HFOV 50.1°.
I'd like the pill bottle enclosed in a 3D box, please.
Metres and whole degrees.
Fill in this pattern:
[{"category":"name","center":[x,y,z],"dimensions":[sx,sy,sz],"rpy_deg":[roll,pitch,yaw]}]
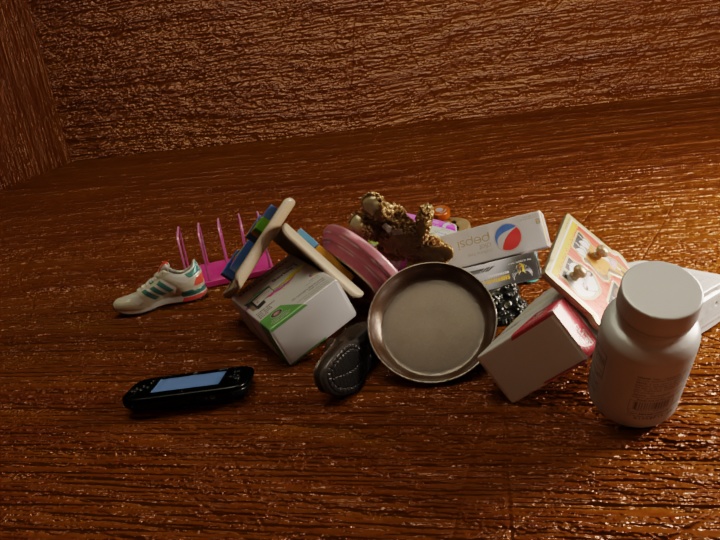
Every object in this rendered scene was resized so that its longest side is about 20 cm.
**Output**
[{"category":"pill bottle","center":[0.342,0.089,0.926],"dimensions":[0.114,0.201,0.115],"rpy_deg":[-3,46,3]}]

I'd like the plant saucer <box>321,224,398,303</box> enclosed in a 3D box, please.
[{"category":"plant saucer","center":[0.000,0.000,1.418],"dimensions":[0.051,0.201,0.200],"rpy_deg":[-49,33,-13]}]

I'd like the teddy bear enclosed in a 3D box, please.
[{"category":"teddy bear","center":[0.074,-0.069,1.379],"dimensions":[0.199,0.146,0.067],"rpy_deg":[15,31,1]}]

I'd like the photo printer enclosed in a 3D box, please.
[{"category":"photo printer","center":[0.462,0.044,1.227],"dimensions":[0.166,0.070,0.200],"rpy_deg":[-22,23,-32]}]

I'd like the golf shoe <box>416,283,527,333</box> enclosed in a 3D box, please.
[{"category":"golf shoe","center":[0.174,0.085,1.267],"dimensions":[0.199,0.078,0.094],"rpy_deg":[-18,-2,-17]}]

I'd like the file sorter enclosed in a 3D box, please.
[{"category":"file sorter","center":[-0.311,-0.051,1.757],"dimensions":[0.199,0.126,0.139],"rpy_deg":[-12,19,-9]}]

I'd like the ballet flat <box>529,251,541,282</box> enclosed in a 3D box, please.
[{"category":"ballet flat","center":[0.272,-0.028,1.517],"dimensions":[0.074,0.075,0.200],"rpy_deg":[-25,25,-37]}]

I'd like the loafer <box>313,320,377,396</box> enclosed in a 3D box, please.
[{"category":"loafer","center":[-0.025,0.139,1.202],"dimensions":[0.071,0.073,0.200],"rpy_deg":[-11,12,27]}]

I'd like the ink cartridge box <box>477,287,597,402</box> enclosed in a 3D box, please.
[{"category":"ink cartridge box","center":[0.278,0.082,1.092],"dimensions":[0.145,0.084,0.200],"rpy_deg":[-42,-5,40]}]

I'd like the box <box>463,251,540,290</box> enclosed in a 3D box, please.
[{"category":"box","center":[0.197,0.018,1.371],"dimensions":[0.199,0.049,0.158],"rpy_deg":[-13,-3,-11]}]

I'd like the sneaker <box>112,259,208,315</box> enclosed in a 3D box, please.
[{"category":"sneaker","center":[-0.429,0.029,1.633],"dimensions":[0.199,0.094,0.070],"rpy_deg":[-13,20,-11]}]

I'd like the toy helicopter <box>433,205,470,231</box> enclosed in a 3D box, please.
[{"category":"toy helicopter","center":[0.168,-0.057,1.673],"dimensions":[0.132,0.079,0.200],"rpy_deg":[21,45,40]}]

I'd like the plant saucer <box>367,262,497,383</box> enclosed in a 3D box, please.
[{"category":"plant saucer","center":[0.111,0.083,1.190],"dimensions":[0.199,0.032,0.201],"rpy_deg":[-5,61,9]}]

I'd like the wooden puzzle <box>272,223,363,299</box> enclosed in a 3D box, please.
[{"category":"wooden puzzle","center":[-0.077,-0.015,1.416],"dimensions":[0.037,0.185,0.200],"rpy_deg":[-49,6,-9]}]

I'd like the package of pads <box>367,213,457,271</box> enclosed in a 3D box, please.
[{"category":"package of pads","center":[0.099,-0.052,1.541],"dimensions":[0.199,0.068,0.155],"rpy_deg":[11,33,-3]}]

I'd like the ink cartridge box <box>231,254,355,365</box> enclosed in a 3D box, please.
[{"category":"ink cartridge box","center":[-0.123,0.063,1.358],"dimensions":[0.145,0.084,0.200],"rpy_deg":[-37,28,-15]}]

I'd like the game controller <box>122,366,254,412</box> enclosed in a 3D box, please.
[{"category":"game controller","center":[-0.268,0.183,1.212],"dimensions":[0.199,0.042,0.104],"rpy_deg":[-7,20,3]}]

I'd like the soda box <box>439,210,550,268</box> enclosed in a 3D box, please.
[{"category":"soda box","center":[0.242,-0.051,1.412],"dimensions":[0.199,0.068,0.064],"rpy_deg":[-14,-5,17]}]

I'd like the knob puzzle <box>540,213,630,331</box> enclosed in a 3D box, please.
[{"category":"knob puzzle","center":[0.349,0.020,1.065],"dimensions":[0.030,0.220,0.219],"rpy_deg":[-48,-8,38]}]

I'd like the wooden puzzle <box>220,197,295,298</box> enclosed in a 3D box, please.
[{"category":"wooden puzzle","center":[-0.199,-0.043,1.420],"dimensions":[0.186,0.046,0.200],"rpy_deg":[-60,8,-16]}]
